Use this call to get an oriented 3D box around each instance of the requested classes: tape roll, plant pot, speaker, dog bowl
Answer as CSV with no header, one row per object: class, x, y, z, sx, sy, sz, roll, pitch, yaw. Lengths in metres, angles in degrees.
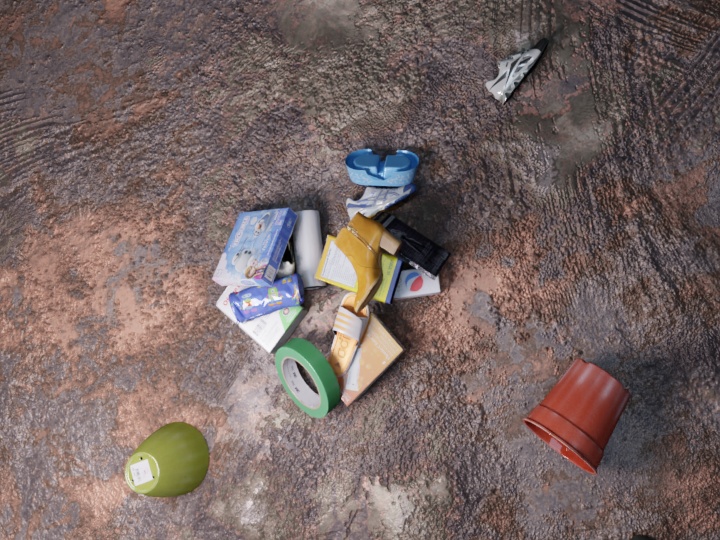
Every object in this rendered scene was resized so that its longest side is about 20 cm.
tape roll,-0.134,0.269,1.551,0.048,0.201,0.201,-33,76,-36
plant pot,-0.508,0.497,1.576,0.181,0.200,0.194,-1,84,8
speaker,-0.138,-0.054,1.638,0.079,0.081,0.207,-8,82,8
plant pot,0.515,0.331,1.448,0.199,0.201,0.197,37,82,11
dog bowl,0.056,-0.267,1.622,0.193,0.051,0.113,4,40,9

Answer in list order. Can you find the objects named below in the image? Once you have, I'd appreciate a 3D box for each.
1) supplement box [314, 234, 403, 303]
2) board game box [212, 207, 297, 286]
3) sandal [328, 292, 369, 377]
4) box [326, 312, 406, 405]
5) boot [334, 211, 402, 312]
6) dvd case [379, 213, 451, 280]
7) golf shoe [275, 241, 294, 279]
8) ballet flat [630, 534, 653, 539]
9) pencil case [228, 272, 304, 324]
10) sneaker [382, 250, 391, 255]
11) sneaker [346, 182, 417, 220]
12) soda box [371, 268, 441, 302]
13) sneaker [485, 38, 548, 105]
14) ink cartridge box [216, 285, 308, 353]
supplement box,0.000,0.000,1.527,0.195,0.110,0.112,19,87,6
board game box,-0.271,-0.059,1.587,0.195,0.043,0.205,-2,61,40
sandal,-0.033,0.161,1.500,0.077,0.059,0.213,15,94,10
box,0.004,0.225,1.577,0.200,0.097,0.125,-45,79,2
boot,-0.006,-0.022,1.446,0.142,0.071,0.205,30,86,13
dvd case,0.127,-0.063,1.569,0.197,0.149,0.016,34,124,7
golf shoe,-0.208,-0.069,1.624,0.076,0.098,0.204,-4,59,-32
ballet flat,0.712,0.700,1.430,0.068,0.068,0.200,-45,79,2
pencil case,-0.233,0.072,1.555,0.194,0.078,0.089,-17,74,4
sneaker,0.006,-0.059,1.628,0.193,0.074,0.119,2,76,7
sneaker,0.052,-0.194,1.627,0.196,0.075,0.090,-26,80,4
soda box,0.109,0.037,1.599,0.194,0.064,0.070,-8,83,7
sneaker,0.404,-0.537,1.609,0.088,0.074,0.201,41,91,9
ink cartridge box,-0.259,0.098,1.639,0.199,0.084,0.147,39,90,11
